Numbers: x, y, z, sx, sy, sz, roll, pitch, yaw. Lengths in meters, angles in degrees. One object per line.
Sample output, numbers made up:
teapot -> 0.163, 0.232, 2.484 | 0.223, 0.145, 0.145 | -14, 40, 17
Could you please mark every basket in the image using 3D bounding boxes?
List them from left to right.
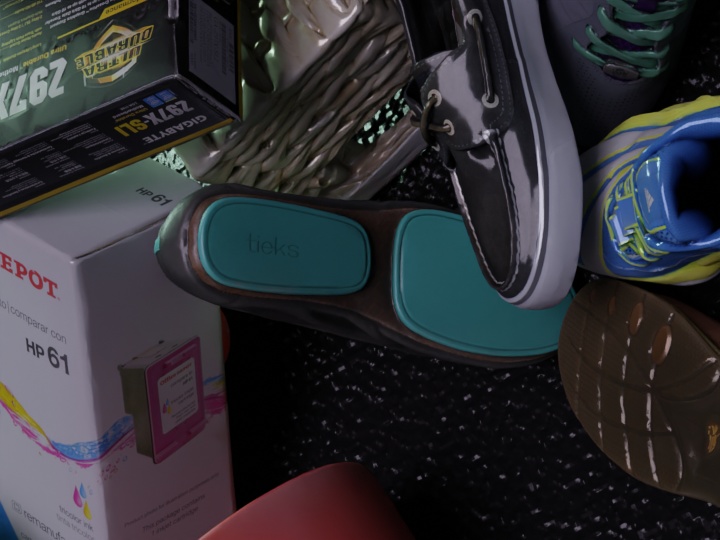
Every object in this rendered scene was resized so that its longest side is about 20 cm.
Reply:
basket -> -0.049, -0.139, 1.014 | 0.136, 0.123, 0.200 | -44, 63, 24

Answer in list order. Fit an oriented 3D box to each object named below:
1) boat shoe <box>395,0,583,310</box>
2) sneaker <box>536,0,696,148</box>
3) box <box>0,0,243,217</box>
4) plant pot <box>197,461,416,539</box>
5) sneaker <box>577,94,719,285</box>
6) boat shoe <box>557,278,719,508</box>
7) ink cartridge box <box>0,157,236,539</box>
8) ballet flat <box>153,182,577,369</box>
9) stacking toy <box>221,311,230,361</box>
boat shoe -> 0.045, -0.080, 0.903 | 0.069, 0.056, 0.201 | 147, 117, -63
sneaker -> 0.108, -0.118, 0.878 | 0.074, 0.088, 0.200 | 8, 130, -1
box -> -0.145, -0.107, 0.937 | 0.200, 0.049, 0.160 | -20, 58, 26
plant pot -> -0.015, 0.215, 0.941 | 0.177, 0.200, 0.201 | 46, 113, 18
sneaker -> 0.126, -0.037, 0.847 | 0.200, 0.105, 0.076 | -15, 80, 49
boat shoe -> 0.157, 0.063, 0.890 | 0.200, 0.067, 0.072 | 34, 110, 50
ink cartridge box -> -0.137, 0.040, 1.015 | 0.144, 0.085, 0.201 | 26, 129, 40
ballet flat -> 0.000, 0.000, 0.949 | 0.068, 0.199, 0.068 | -13, 65, 60
stacking toy -> -0.136, -0.019, 1.101 | 0.085, 0.085, 0.200 | -45, 69, 25
